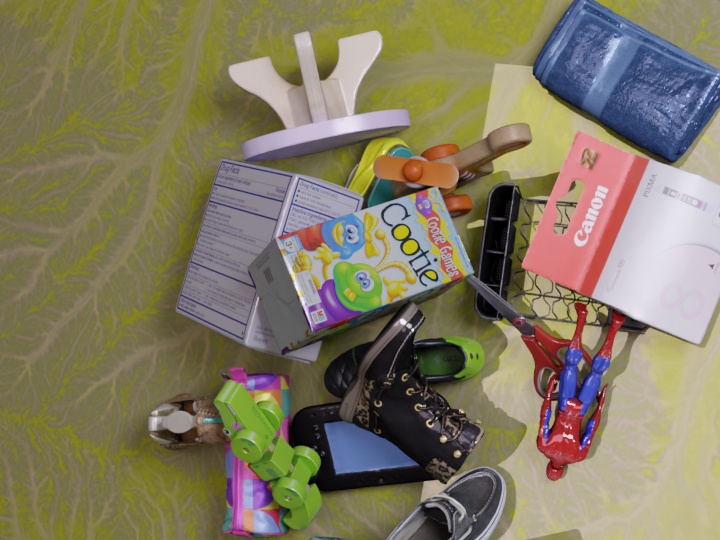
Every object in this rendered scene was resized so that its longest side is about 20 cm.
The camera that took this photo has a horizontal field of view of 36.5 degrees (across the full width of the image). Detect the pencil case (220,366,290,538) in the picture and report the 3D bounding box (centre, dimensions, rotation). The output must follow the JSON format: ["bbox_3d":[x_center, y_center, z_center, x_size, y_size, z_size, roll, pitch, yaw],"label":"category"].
[{"bbox_3d":[-0.127,0.217,1.306,0.088,0.088,0.202,-5,83,21],"label":"pencil case"}]

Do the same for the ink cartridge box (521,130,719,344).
[{"bbox_3d":[0.293,-0.035,1.144,0.199,0.057,0.164,23,91,-10],"label":"ink cartridge box"}]

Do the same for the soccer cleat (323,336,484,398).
[{"bbox_3d":[0.043,0.108,1.252,0.198,0.081,0.068,-11,80,20],"label":"soccer cleat"}]

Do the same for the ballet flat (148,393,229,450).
[{"bbox_3d":[-0.215,0.179,1.307,0.199,0.065,0.071,-20,70,51],"label":"ballet flat"}]

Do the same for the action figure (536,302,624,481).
[{"bbox_3d":[0.232,0.136,1.175,0.065,0.052,0.202,14,106,5],"label":"action figure"}]

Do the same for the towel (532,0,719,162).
[{"bbox_3d":[0.294,-0.212,1.209,0.199,0.048,0.112,36,98,21],"label":"towel"}]

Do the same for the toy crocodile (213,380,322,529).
[{"bbox_3d":[-0.104,0.209,1.235,0.061,0.068,0.201,-20,117,32],"label":"toy crocodile"}]

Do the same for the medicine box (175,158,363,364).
[{"bbox_3d":[-0.109,-0.016,1.274,0.182,0.102,0.202,18,90,54],"label":"medicine box"}]

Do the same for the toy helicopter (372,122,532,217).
[{"bbox_3d":[0.104,-0.119,1.195,0.199,0.131,0.080,-25,73,51],"label":"toy helicopter"}]

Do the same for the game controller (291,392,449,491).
[{"bbox_3d":[0.017,0.197,1.264,0.198,0.042,0.105,-10,106,20],"label":"game controller"}]

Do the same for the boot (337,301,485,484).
[{"bbox_3d":[0.066,0.135,1.160,0.150,0.073,0.201,36,135,10],"label":"boot"}]

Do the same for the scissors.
[{"bbox_3d":[0.186,0.060,1.189,0.073,0.014,0.201,-29,104,24],"label":"scissors"}]

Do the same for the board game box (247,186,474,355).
[{"bbox_3d":[0.000,0.000,1.152,0.199,0.105,0.104,-19,81,-26],"label":"board game box"}]

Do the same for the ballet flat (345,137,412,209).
[{"bbox_3d":[-0.005,-0.070,1.309,0.067,0.067,0.201,29,92,43],"label":"ballet flat"}]

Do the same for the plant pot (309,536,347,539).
[{"bbox_3d":[-0.024,0.407,1.220,0.140,0.141,0.202,10,79,22],"label":"plant pot"}]

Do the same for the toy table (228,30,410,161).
[{"bbox_3d":[-0.051,-0.205,1.286,0.198,0.184,0.118,-13,90,-12],"label":"toy table"}]

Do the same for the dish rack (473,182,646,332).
[{"bbox_3d":[0.234,-0.011,1.206,0.198,0.054,0.155,7,87,22],"label":"dish rack"}]

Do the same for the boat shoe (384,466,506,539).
[{"bbox_3d":[0.090,0.274,1.168,0.072,0.071,0.200,30,54,28],"label":"boat shoe"}]
